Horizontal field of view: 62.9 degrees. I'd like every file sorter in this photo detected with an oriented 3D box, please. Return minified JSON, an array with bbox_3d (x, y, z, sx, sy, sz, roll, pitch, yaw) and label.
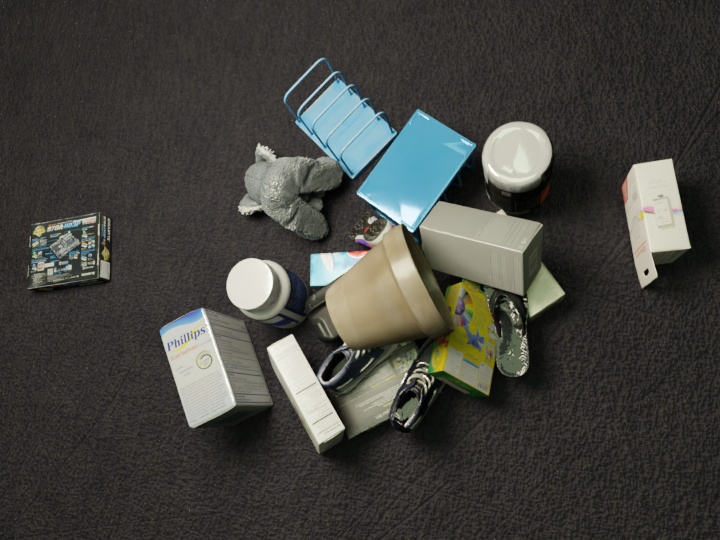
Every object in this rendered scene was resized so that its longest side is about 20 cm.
[{"bbox_3d":[0.117,-0.178,1.160,0.138,0.123,0.201,36,89,19],"label":"file sorter"},{"bbox_3d":[-0.045,-0.323,1.243,0.139,0.123,0.200,-44,72,2],"label":"file sorter"}]

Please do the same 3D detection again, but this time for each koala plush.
[{"bbox_3d":[-0.172,-0.177,1.229,0.199,0.183,0.179,24,100,39],"label":"koala plush"}]

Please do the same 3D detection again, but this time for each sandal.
[{"bbox_3d":[0.265,0.086,1.045,0.074,0.048,0.203,-11,77,16],"label":"sandal"}]

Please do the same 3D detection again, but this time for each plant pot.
[{"bbox_3d":[0.042,0.049,1.004,0.172,0.200,0.202,-28,72,12],"label":"plant pot"}]

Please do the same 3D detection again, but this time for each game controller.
[{"bbox_3d":[-0.016,0.055,1.134,0.199,0.042,0.105,-34,79,16],"label":"game controller"}]

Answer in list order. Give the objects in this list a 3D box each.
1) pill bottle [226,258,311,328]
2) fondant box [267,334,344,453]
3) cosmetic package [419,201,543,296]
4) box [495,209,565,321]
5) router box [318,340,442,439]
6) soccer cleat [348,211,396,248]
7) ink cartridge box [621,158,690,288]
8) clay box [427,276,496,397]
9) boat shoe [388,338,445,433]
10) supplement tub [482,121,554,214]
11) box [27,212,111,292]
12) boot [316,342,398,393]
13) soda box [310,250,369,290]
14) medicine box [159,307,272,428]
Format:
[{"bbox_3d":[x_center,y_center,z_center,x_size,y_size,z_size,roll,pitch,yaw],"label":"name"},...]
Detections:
[{"bbox_3d":[-0.177,0.045,1.154,0.114,0.200,0.117,-3,77,13],"label":"pill bottle"},{"bbox_3d":[-0.104,0.238,1.119,0.058,0.145,0.201,-26,71,-14],"label":"fondant box"},{"bbox_3d":[0.211,-0.042,1.041,0.198,0.108,0.090,21,54,32],"label":"cosmetic package"},{"bbox_3d":[0.294,-0.009,1.113,0.082,0.068,0.201,-33,72,6],"label":"box"},{"bbox_3d":[0.037,0.213,1.138,0.198,0.051,0.150,-27,73,5],"label":"router box"},{"bbox_3d":[0.033,-0.066,1.154,0.073,0.200,0.068,39,86,-18],"label":"soccer cleat"},{"bbox_3d":[0.524,-0.079,1.044,0.067,0.116,0.203,-7,77,13],"label":"ink cartridge box"},{"bbox_3d":[0.197,0.114,1.071,0.114,0.047,0.202,31,60,-23],"label":"clay box"},{"bbox_3d":[0.115,0.197,1.050,0.074,0.093,0.202,24,81,13],"label":"boat shoe"},{"bbox_3d":[0.289,-0.178,1.082,0.121,0.200,0.124,-3,77,14],"label":"supplement tub"},{"bbox_3d":[-0.687,-0.042,1.388,0.197,0.046,0.161,-8,76,13],"label":"box"},{"bbox_3d":[0.006,0.144,1.085,0.073,0.090,0.201,38,86,24],"label":"boot"},{"bbox_3d":[0.000,0.000,1.191,0.197,0.064,0.069,-3,77,13],"label":"soda box"},{"bbox_3d":[-0.279,0.194,1.158,0.102,0.182,0.202,-26,73,7],"label":"medicine box"}]
